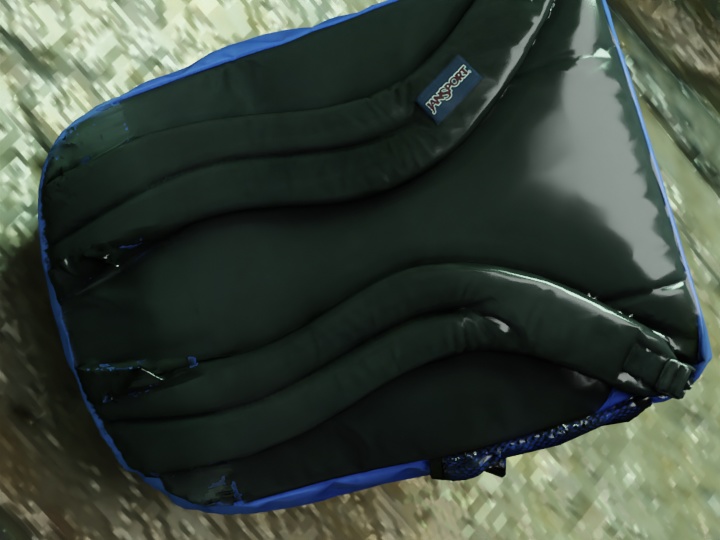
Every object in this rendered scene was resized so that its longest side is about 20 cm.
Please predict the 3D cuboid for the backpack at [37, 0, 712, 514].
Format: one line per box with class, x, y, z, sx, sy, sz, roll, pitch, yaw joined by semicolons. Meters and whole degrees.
backpack;0.000;0.000;0.856;0.200;0.168;0.163;-18;85;0
